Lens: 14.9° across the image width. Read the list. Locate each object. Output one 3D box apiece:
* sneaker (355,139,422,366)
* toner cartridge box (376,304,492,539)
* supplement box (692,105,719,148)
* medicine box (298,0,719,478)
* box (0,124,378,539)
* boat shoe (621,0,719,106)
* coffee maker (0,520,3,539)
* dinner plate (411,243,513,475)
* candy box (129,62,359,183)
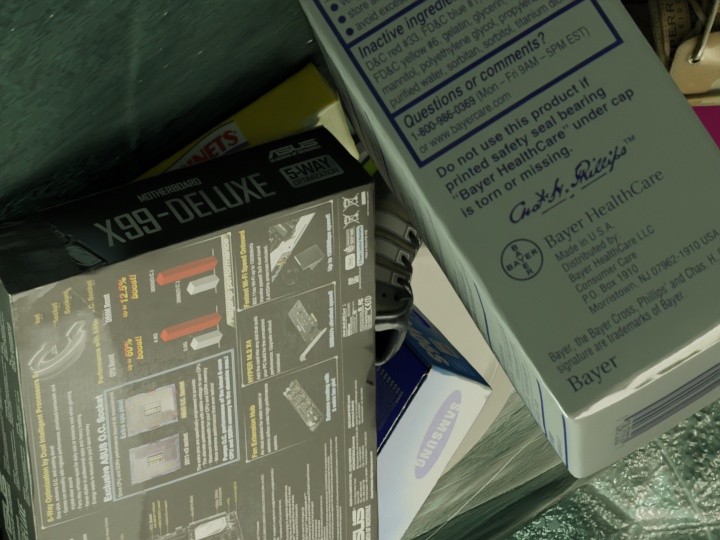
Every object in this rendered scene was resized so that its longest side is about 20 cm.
[{"bbox_3d":[0.000,0.000,1.260,0.200,0.081,0.074,-39,162,-30],"label":"sneaker"},{"bbox_3d":[-0.023,0.110,1.309,0.043,0.095,0.200,21,106,-37],"label":"toner cartridge box"},{"bbox_3d":[0.191,-0.091,1.370,0.103,0.101,0.200,-43,171,36],"label":"supplement box"},{"bbox_3d":[0.073,-0.035,1.076,0.103,0.200,0.182,-31,168,-1],"label":"medicine box"},{"bbox_3d":[-0.071,0.055,1.122,0.158,0.050,0.200,-18,130,-21],"label":"box"},{"bbox_3d":[0.154,-0.105,1.217,0.200,0.071,0.064,-14,172,36],"label":"boat shoe"},{"bbox_3d":[-0.171,0.162,1.233,0.200,0.192,0.135,-34,155,-7],"label":"coffee maker"},{"bbox_3d":[0.013,0.043,1.373,0.200,0.024,0.200,-17,122,-28],"label":"dinner plate"},{"bbox_3d":[-0.092,-0.012,1.155,0.200,0.026,0.102,-34,166,-2],"label":"candy box"}]
